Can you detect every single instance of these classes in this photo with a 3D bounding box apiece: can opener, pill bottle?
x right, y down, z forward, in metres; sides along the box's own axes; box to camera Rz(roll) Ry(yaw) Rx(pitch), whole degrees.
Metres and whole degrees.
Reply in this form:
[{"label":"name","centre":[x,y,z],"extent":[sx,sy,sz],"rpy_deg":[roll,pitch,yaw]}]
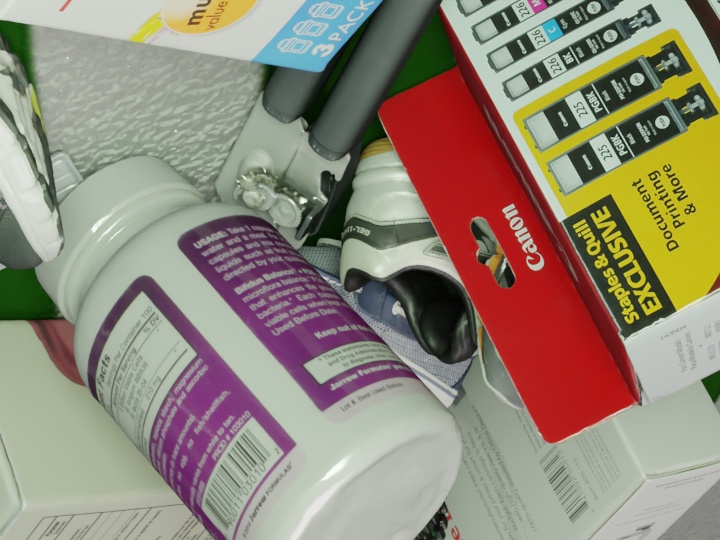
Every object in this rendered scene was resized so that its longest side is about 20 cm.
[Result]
[{"label":"can opener","centre":[-0.013,-0.083,0.904],"extent":[0.067,0.052,0.200],"rpy_deg":[-50,174,-40]},{"label":"pill bottle","centre":[-0.056,0.042,0.890],"extent":[0.112,0.200,0.113],"rpy_deg":[-32,150,-21]}]

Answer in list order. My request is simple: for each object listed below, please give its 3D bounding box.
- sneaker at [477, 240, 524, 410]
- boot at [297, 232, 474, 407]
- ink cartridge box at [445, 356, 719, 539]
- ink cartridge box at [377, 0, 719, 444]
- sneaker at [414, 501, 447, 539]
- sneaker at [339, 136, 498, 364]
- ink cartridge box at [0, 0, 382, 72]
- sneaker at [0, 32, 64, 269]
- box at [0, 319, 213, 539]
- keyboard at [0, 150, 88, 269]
[{"label":"sneaker","centre":[0.130,-0.015,0.949],"extent":[0.078,0.077,0.201],"rpy_deg":[35,94,-38]},{"label":"boot","centre":[0.000,0.000,1.046],"extent":[0.200,0.073,0.091],"rpy_deg":[34,87,-48]},{"label":"ink cartridge box","centre":[0.121,0.111,1.239],"extent":[0.082,0.147,0.200],"rpy_deg":[-7,148,-35]},{"label":"ink cartridge box","centre":[0.112,-0.053,0.880],"extent":[0.174,0.201,0.084],"rpy_deg":[-27,153,1]},{"label":"sneaker","centre":[0.003,0.117,1.145],"extent":[0.084,0.079,0.200],"rpy_deg":[-20,-171,11]},{"label":"sneaker","centre":[0.066,0.017,1.013],"extent":[0.199,0.088,0.075],"rpy_deg":[31,153,-26]},{"label":"ink cartridge box","centre":[-0.066,-0.142,0.718],"extent":[0.199,0.068,0.115],"rpy_deg":[4,140,-44]},{"label":"sneaker","centre":[-0.176,-0.063,0.769],"extent":[0.084,0.075,0.201],"rpy_deg":[-20,142,4]},{"label":"box","centre":[-0.133,0.102,1.044],"extent":[0.199,0.110,0.128],"rpy_deg":[1,143,-41]},{"label":"keyboard","centre":[-0.213,0.004,0.912],"extent":[0.199,0.011,0.056],"rpy_deg":[-26,153,0]}]
